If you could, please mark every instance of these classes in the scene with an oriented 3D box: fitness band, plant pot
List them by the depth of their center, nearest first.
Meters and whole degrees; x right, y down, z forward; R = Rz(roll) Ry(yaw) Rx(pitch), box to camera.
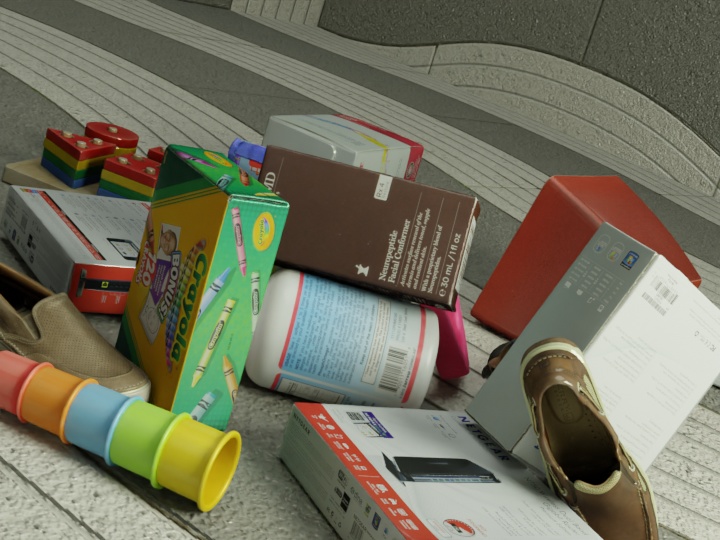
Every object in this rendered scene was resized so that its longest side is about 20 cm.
[{"bbox_3d":[0.085,0.033,1.248,0.037,0.145,0.200,-13,9,7],"label":"fitness band"},{"bbox_3d":[0.286,0.019,1.446,0.176,0.201,0.199,41,26,27],"label":"plant pot"}]

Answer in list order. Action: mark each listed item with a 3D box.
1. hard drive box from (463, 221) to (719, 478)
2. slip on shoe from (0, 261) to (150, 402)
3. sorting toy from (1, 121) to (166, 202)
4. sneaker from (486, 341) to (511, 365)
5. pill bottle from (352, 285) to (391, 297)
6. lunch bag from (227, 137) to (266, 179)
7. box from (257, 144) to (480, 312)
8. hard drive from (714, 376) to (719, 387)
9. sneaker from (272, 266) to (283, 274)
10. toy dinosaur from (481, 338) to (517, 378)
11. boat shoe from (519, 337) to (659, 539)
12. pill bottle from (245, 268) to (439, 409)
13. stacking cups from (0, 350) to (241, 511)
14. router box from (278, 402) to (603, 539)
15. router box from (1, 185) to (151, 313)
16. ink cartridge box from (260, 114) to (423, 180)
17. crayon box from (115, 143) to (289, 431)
[{"bbox_3d":[0.210,0.087,1.021,0.155,0.201,0.077,35,3,-36],"label":"hard drive box"},{"bbox_3d":[-0.249,0.050,0.972,0.199,0.061,0.076,27,24,30],"label":"slip on shoe"},{"bbox_3d":[-0.297,-0.123,1.473,0.197,0.070,0.200,21,17,12],"label":"sorting toy"},{"bbox_3d":[0.185,0.106,1.262,0.198,0.076,0.115,20,8,-35],"label":"sneaker"},{"bbox_3d":[0.000,0.000,1.213,0.105,0.107,0.200,20,-6,8],"label":"pill bottle"},{"bbox_3d":[-0.069,-0.074,1.348,0.149,0.095,0.200,20,-20,10],"label":"lunch bag"},{"bbox_3d":[0.001,-0.038,1.080,0.198,0.101,0.075,14,-6,10],"label":"box"},{"bbox_3d":[0.423,0.102,1.581,0.198,0.027,0.132,24,17,22],"label":"hard drive"},{"bbox_3d":[-0.111,-0.037,1.248,0.105,0.076,0.200,35,-17,-3],"label":"sneaker"},{"bbox_3d":[0.227,0.095,1.166,0.199,0.137,0.085,-31,22,-27],"label":"toy dinosaur"},{"bbox_3d":[0.175,0.155,0.923,0.204,0.074,0.075,60,12,-16],"label":"boat shoe"},{"bbox_3d":[-0.036,0.062,1.082,0.198,0.110,0.109,16,16,-7],"label":"pill bottle"},{"bbox_3d":[-0.184,0.105,0.871,0.198,0.061,0.060,23,17,15],"label":"stacking cups"},{"bbox_3d":[0.057,0.174,0.925,0.178,0.049,0.200,7,20,-32],"label":"router box"},{"bbox_3d":[-0.242,-0.019,1.204,0.178,0.049,0.200,6,20,-36],"label":"router box"},{"bbox_3d":[-0.034,-0.118,1.597,0.144,0.147,0.199,25,17,23],"label":"ink cartridge box"},{"bbox_3d":[-0.133,0.015,0.969,0.058,0.202,0.119,5,20,-37],"label":"crayon box"}]
